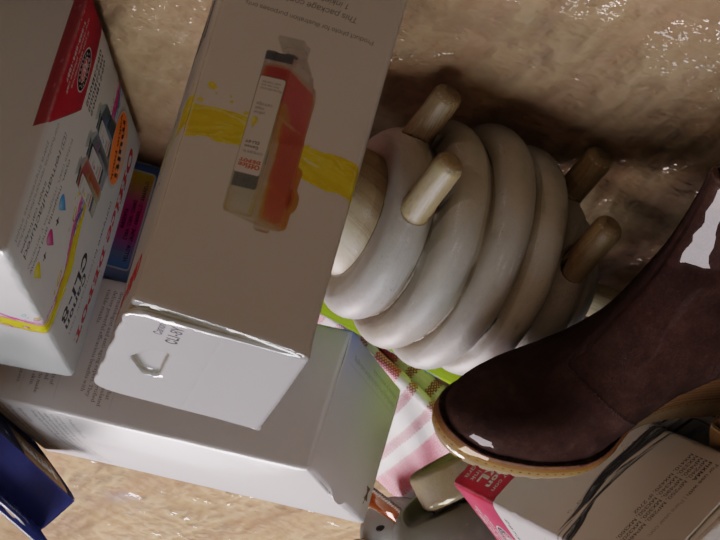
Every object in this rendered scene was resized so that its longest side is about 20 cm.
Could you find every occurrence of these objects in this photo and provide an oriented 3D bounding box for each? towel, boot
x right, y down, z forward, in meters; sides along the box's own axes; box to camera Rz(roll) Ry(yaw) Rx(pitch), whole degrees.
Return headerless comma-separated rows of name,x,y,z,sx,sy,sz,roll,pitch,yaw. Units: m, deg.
towel,-0.014,0.049,1.709,0.200,0.030,0.146,43,158,-1
boot,0.136,0.011,1.372,0.199,0.073,0.167,-10,139,-26

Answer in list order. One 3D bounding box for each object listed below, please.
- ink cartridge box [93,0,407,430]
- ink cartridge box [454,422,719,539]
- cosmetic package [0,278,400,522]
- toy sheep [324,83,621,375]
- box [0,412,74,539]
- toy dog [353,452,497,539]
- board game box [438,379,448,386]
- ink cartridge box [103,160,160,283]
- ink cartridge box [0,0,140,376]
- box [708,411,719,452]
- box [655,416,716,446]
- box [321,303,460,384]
ink cartridge box,-0.046,-0.045,1.314,0.083,0.201,0.145,18,162,-5
ink cartridge box,0.156,0.152,1.479,0.145,0.084,0.200,52,167,-24
cosmetic package,-0.091,0.068,1.609,0.199,0.085,0.108,11,162,19
toy sheep,0.054,-0.012,1.449,0.199,0.139,0.138,24,160,-20
box,-0.226,0.070,1.643,0.200,0.032,0.121,50,179,38
toy dog,0.027,0.162,1.657,0.096,0.132,0.200,-22,161,-18
board game box,0.132,0.135,1.770,0.034,0.135,0.200,-43,143,18
ink cartridge box,-0.217,-0.032,1.689,0.199,0.077,0.137,18,161,-1
ink cartridge box,-0.208,-0.054,1.504,0.144,0.146,0.200,13,162,8
box,0.244,0.147,1.470,0.163,0.021,0.200,34,164,17
box,0.250,0.105,1.525,0.199,0.060,0.117,28,162,-2
box,0.000,0.000,1.571,0.200,0.048,0.122,30,-172,-36
